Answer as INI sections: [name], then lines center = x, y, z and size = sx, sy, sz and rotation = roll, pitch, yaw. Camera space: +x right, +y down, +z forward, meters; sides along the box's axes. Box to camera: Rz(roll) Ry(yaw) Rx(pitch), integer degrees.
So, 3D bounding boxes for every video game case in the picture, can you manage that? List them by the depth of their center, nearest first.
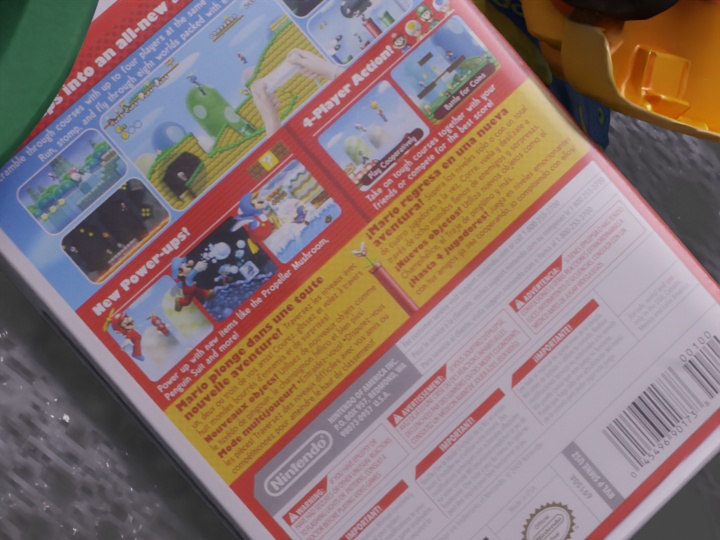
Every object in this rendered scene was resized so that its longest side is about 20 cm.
[video game case]
center = 0.000, 0.000, 0.752
size = 0.143, 0.017, 0.200
rotation = -42, 91, -14

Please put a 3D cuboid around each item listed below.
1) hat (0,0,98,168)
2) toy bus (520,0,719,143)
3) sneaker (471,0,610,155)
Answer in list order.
[hat]
center = -0.168, -0.104, 0.741
size = 0.165, 0.176, 0.201
rotation = 29, 80, -27
[toy bus]
center = 0.076, -0.143, 0.837
size = 0.135, 0.191, 0.201
rotation = 11, 91, -42
[sneaker]
center = 0.054, -0.026, 0.845
size = 0.105, 0.076, 0.201
rotation = -6, 63, -47
